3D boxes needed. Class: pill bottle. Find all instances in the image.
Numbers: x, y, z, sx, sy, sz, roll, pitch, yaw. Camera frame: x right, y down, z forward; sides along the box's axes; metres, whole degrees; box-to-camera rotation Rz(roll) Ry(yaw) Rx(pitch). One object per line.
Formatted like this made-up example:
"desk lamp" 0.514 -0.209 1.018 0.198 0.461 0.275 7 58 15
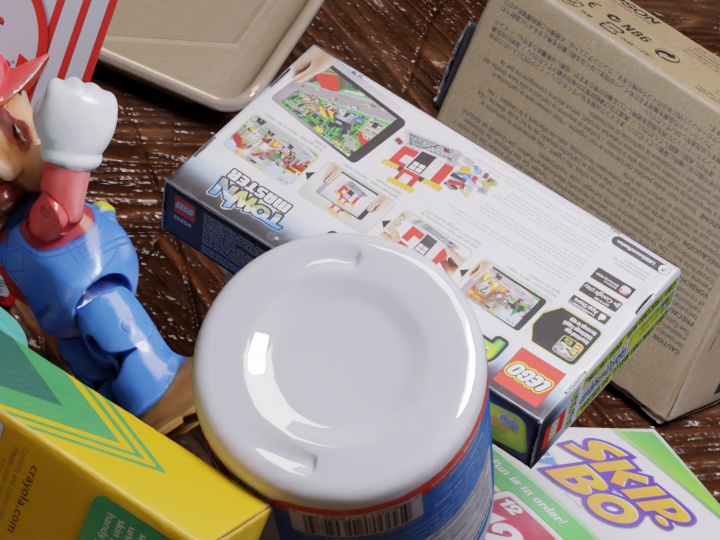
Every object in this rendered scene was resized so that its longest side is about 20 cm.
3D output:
"pill bottle" -0.003 0.074 1.118 0.112 0.200 0.112 -1 66 2

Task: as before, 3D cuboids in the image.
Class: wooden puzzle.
"wooden puzzle" -0.134 -0.153 1.634 0.200 0.037 0.185 19 27 4

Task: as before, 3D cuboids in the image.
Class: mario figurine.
"mario figurine" -0.118 -0.021 1.233 0.200 0.123 0.106 57 29 2

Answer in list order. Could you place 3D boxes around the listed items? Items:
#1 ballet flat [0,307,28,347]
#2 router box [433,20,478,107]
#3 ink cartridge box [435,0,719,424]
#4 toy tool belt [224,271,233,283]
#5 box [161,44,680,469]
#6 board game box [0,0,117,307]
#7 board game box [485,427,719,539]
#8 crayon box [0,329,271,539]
"ballet flat" -0.225 -0.006 1.115 0.200 0.070 0.067 16 40 -7
"router box" 0.165 -0.079 1.686 0.150 0.062 0.200 -9 40 -44
"ink cartridge box" 0.135 -0.044 1.483 0.200 0.165 0.075 37 28 26
"toy tool belt" 0.000 0.000 1.339 0.123 0.125 0.200 16 13 -3
"box" 0.025 -0.010 1.216 0.200 0.035 0.110 33 55 18
"board game box" -0.202 -0.094 1.279 0.151 0.200 0.046 14 27 -14
"board game box" 0.095 0.110 1.324 0.200 0.030 0.096 6 30 -35
"crayon box" -0.118 0.109 1.048 0.200 0.126 0.052 32 28 18
